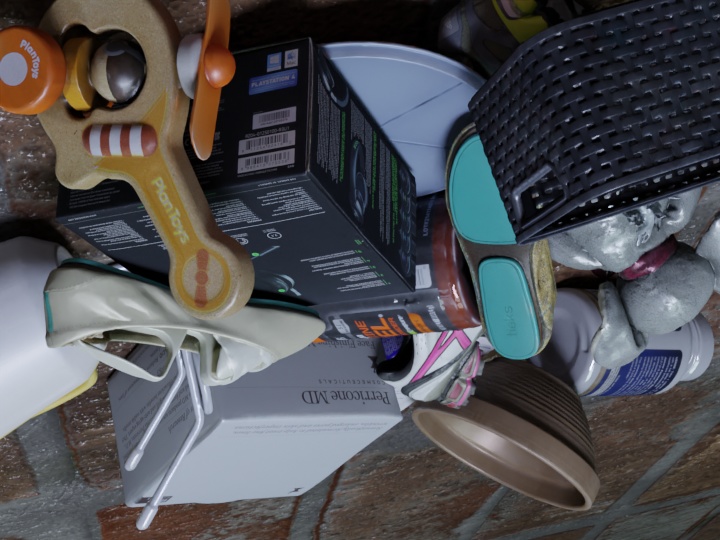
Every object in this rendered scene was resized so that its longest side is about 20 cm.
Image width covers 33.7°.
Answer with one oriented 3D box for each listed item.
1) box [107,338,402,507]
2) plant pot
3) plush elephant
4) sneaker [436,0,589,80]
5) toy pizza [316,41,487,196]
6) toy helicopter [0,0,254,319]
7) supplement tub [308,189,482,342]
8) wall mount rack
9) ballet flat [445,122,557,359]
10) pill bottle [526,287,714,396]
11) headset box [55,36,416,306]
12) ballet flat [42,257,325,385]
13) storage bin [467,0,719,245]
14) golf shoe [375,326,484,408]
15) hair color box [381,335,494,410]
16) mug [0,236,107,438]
[{"bbox_3d":[-0.102,0.120,1.105,0.197,0.132,0.200,4,148,-37],"label":"box"},{"bbox_3d":[0.157,0.151,1.189,0.199,0.093,0.201,26,162,9],"label":"plant pot"},{"bbox_3d":[0.208,-0.025,0.887,0.163,0.201,0.156,-24,115,7],"label":"plush elephant"},{"bbox_3d":[0.120,-0.141,0.802,0.080,0.075,0.199,-18,150,27],"label":"sneaker"},{"bbox_3d":[0.001,-0.103,0.807,0.197,0.032,0.201,1,156,0],"label":"toy pizza"},{"bbox_3d":[-0.107,-0.071,0.653,0.131,0.202,0.079,-29,175,16],"label":"toy helicopter"},{"bbox_3d":[0.000,0.000,0.926,0.197,0.108,0.107,-6,160,24],"label":"supplement tub"},{"bbox_3d":[-0.158,0.089,0.922,0.074,0.176,0.200,-11,-164,-12],"label":"wall mount rack"},{"bbox_3d":[0.102,-0.030,0.834,0.070,0.071,0.202,-15,125,-1],"label":"ballet flat"},{"bbox_3d":[0.280,0.077,1.266,0.198,0.112,0.111,3,149,-34],"label":"pill bottle"},{"bbox_3d":[-0.069,-0.046,0.781,0.172,0.094,0.200,-8,155,21],"label":"headset box"},{"bbox_3d":[-0.115,0.045,0.792,0.198,0.070,0.070,13,144,-26],"label":"ballet flat"},{"bbox_3d":[0.178,-0.097,0.688,0.198,0.095,0.135,-18,173,-16],"label":"storage bin"},{"bbox_3d":[0.077,0.027,1.036,0.091,0.073,0.202,14,112,-11],"label":"golf shoe"},{"bbox_3d":[0.039,0.083,1.194,0.108,0.066,0.199,9,146,-40],"label":"hair color box"},{"bbox_3d":[-0.271,0.049,0.885,0.152,0.151,0.187,-25,-174,0],"label":"mug"}]
